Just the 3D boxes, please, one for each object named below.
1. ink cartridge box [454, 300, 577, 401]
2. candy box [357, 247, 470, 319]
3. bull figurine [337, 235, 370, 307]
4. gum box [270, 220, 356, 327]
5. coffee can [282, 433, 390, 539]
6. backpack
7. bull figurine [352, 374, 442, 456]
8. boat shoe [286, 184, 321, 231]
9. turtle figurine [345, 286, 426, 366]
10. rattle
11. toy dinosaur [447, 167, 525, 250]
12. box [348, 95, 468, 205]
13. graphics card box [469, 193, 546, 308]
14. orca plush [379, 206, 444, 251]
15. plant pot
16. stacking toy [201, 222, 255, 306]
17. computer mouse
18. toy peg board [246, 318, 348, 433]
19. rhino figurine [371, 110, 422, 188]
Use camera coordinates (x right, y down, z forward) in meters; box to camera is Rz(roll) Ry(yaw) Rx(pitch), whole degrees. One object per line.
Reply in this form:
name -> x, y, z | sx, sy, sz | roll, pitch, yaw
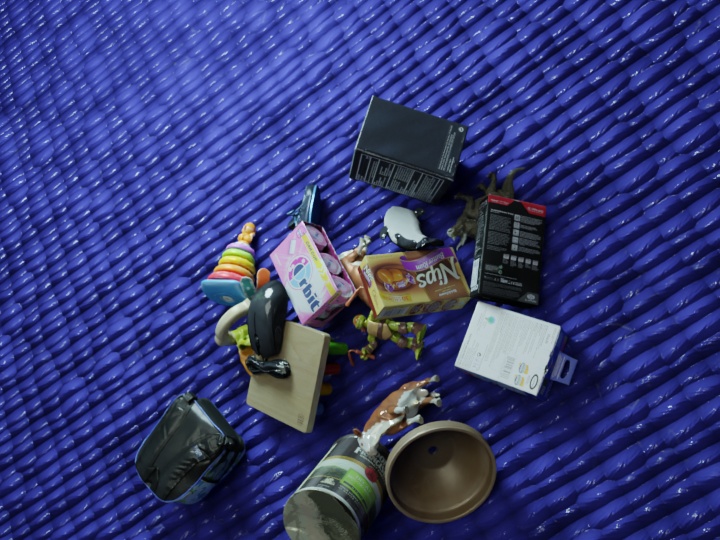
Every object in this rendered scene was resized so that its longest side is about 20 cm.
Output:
ink cartridge box -> 0.293, 0.154, 1.443 | 0.200, 0.076, 0.137 | 17, 82, 31
candy box -> 0.106, 0.024, 1.520 | 0.056, 0.200, 0.117 | 121, 137, -53
bull figurine -> 0.000, 0.000, 1.633 | 0.200, 0.065, 0.122 | 40, 109, 32
gum box -> -0.097, 0.012, 1.613 | 0.113, 0.066, 0.200 | -44, 57, 25
coffee can -> -0.032, 0.410, 1.421 | 0.146, 0.200, 0.147 | 7, 109, 21
backpack -> -0.354, 0.387, 1.645 | 0.183, 0.147, 0.200 | 40, 89, 30
bull figurine -> 0.074, 0.265, 1.457 | 0.121, 0.200, 0.065 | -24, 102, 42
boat shoe -> -0.135, -0.098, 1.734 | 0.069, 0.084, 0.200 | 6, 73, 16
turtle figurine -> 0.048, 0.125, 1.565 | 0.161, 0.064, 0.200 | 18, 122, 15
rattle -> -0.220, 0.116, 1.662 | 0.200, 0.130, 0.143 | -52, 44, 27
toy dinosaur -> 0.256, -0.130, 1.570 | 0.200, 0.077, 0.102 | -33, 74, 8
box -> 0.091, -0.236, 1.561 | 0.198, 0.200, 0.123 | 17, 80, -2
graphics card box -> 0.283, -0.035, 1.491 | 0.125, 0.051, 0.200 | 11, 74, -13
orca plush -> 0.112, -0.070, 1.601 | 0.105, 0.071, 0.200 | -43, 32, -15
plant pot -> 0.139, 0.350, 1.420 | 0.201, 0.201, 0.093 | -42, 20, 8
stacking toy -> -0.278, -0.023, 1.782 | 0.110, 0.116, 0.200 | 0, 62, 24
computer mouse -> -0.195, 0.118, 1.594 | 0.138, 0.053, 0.200 | 3, 87, 45
toy peg board -> -0.123, 0.208, 1.617 | 0.200, 0.098, 0.199 | 15, 95, 45
rhino figurine -> 0.069, -0.274, 1.708 | 0.087, 0.060, 0.200 | 42, 92, 28
